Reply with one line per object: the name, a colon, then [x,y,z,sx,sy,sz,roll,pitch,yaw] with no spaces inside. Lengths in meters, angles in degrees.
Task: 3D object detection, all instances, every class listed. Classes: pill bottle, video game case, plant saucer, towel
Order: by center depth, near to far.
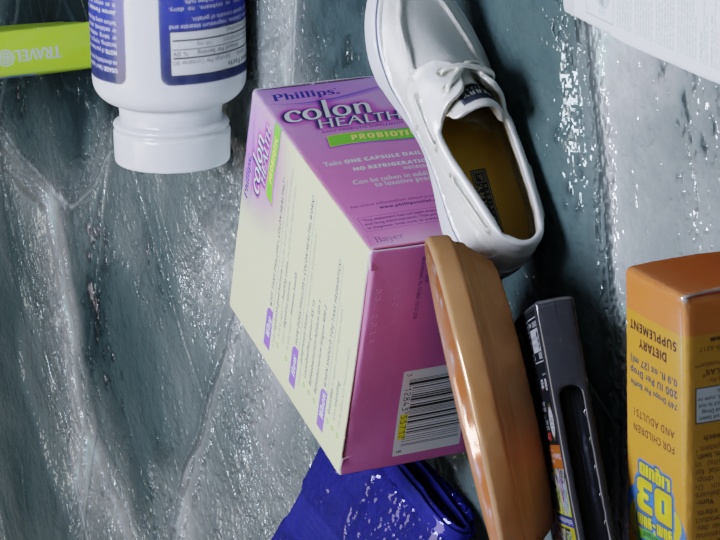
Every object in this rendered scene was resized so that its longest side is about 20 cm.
video game case: [0.117,0.110,1.354,0.200,0.025,0.181,82,178,-86]
plant saucer: [0.076,0.075,1.403,0.200,0.037,0.201,167,90,-90]
towel: [-0.004,0.209,1.648,0.148,0.049,0.200,47,117,41]
pill bottle: [-0.146,-0.181,1.848,0.120,0.119,0.200,-146,52,-60]

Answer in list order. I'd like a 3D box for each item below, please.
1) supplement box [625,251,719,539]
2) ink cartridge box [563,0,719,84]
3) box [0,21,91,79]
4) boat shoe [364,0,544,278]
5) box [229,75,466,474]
supplement box: [0.178,0.096,1.247,0.067,0.069,0.200,-148,51,-64]
ink cartridge box: [0.160,-0.191,1.230,0.200,0.047,0.160,-139,45,-65]
box: [-0.353,-0.197,2.224,0.122,0.200,0.048,-167,70,-66]
boat shoe: [0.061,-0.096,1.452,0.070,0.071,0.200,137,118,-64]
box: [0.000,0.000,1.596,0.200,0.097,0.176,-127,36,-47]
